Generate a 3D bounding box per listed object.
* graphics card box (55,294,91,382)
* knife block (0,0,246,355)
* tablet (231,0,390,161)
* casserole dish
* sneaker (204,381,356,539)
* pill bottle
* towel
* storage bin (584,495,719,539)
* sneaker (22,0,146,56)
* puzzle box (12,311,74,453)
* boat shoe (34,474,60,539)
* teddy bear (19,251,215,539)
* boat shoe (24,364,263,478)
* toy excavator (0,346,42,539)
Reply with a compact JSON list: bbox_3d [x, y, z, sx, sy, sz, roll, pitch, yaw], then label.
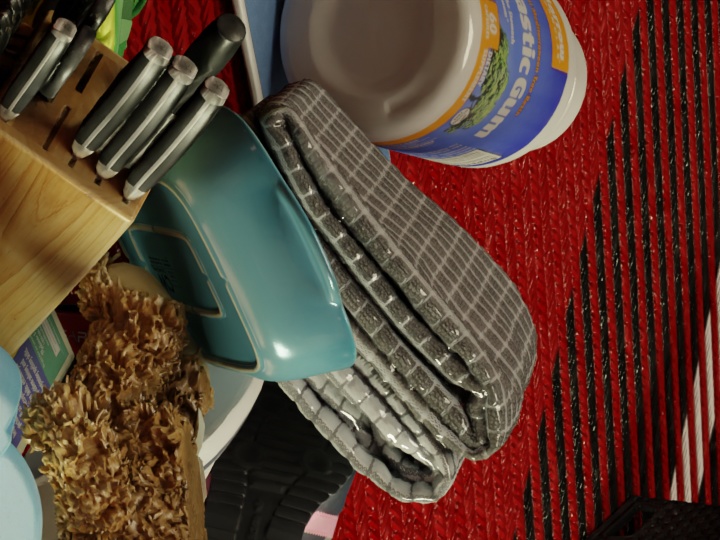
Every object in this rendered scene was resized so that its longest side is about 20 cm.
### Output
[{"bbox_3d":[-0.094,0.103,1.423,0.125,0.051,0.201,-22,115,-63],"label":"graphics card box"},{"bbox_3d":[-0.106,-0.039,1.161,0.064,0.175,0.201,-63,148,-36],"label":"knife block"},{"bbox_3d":[-0.028,-0.108,1.567,0.130,0.014,0.201,-52,139,-50],"label":"tablet"},{"bbox_3d":[-0.062,-0.009,1.239,0.039,0.200,0.122,-28,102,-15],"label":"casserole dish"},{"bbox_3d":[-0.051,0.132,1.408,0.082,0.070,0.201,109,3,-48],"label":"sneaker"},{"bbox_3d":[0.048,-0.113,1.581,0.200,0.111,0.113,8,87,-64],"label":"pill bottle"},{"bbox_3d":[0.000,0.000,1.417,0.200,0.085,0.166,50,16,-5],"label":"towel"},{"bbox_3d":[0.215,0.269,2.067,0.135,0.093,0.201,-31,121,-60],"label":"storage bin"},{"bbox_3d":[-0.117,-0.120,1.302,0.083,0.074,0.201,27,70,-59],"label":"sneaker"},{"bbox_3d":[-0.185,0.016,1.239,0.201,0.025,0.133,71,34,-42],"label":"puzzle box"},{"bbox_3d":[-0.159,0.134,1.214,0.200,0.071,0.070,-46,142,-32],"label":"boat shoe"},{"bbox_3d":[-0.095,0.092,1.192,0.145,0.066,0.201,52,34,-75],"label":"teddy bear"},{"bbox_3d":[-0.111,0.107,1.319,0.200,0.072,0.066,-52,150,-22],"label":"boat shoe"},{"bbox_3d":[-0.169,0.127,1.128,0.200,0.100,0.195,44,71,-31],"label":"toy excavator"}]
